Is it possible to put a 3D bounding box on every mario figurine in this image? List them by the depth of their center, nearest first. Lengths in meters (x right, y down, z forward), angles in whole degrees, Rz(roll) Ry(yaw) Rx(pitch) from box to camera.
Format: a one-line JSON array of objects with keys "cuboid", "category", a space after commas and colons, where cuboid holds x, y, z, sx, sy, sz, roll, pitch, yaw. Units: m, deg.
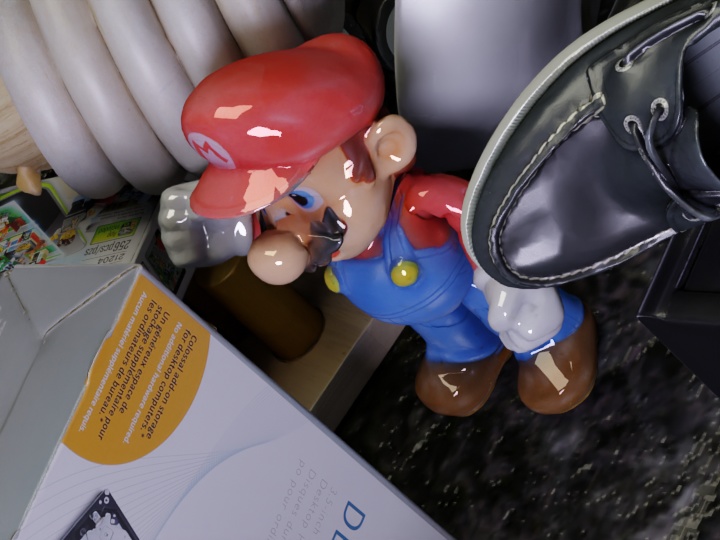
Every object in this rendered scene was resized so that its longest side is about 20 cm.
[{"cuboid": [0.000, 0.000, 1.129, 0.123, 0.200, 0.106, -35, 38, 17], "category": "mario figurine"}]

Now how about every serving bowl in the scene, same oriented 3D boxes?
[{"cuboid": [0.064, -0.137, 1.223, 0.065, 0.201, 0.201, 7, 57, 11], "category": "serving bowl"}]

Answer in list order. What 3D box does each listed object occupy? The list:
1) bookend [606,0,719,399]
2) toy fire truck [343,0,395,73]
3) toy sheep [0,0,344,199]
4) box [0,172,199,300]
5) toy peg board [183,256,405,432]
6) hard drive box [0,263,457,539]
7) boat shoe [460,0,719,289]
[{"cuboid": [0.147, -0.037, 1.106, 0.199, 0.092, 0.200, 4, 61, 48], "category": "bookend"}, {"cuboid": [-0.048, -0.167, 1.289, 0.175, 0.201, 0.129, -20, 25, -22], "category": "toy fire truck"}, {"cuboid": [-0.074, -0.096, 1.183, 0.199, 0.138, 0.138, -29, 40, 9], "category": "toy sheep"}, {"cuboid": [-0.161, 0.015, 1.252, 0.199, 0.035, 0.110, -11, 40, 30], "category": "box"}, {"cuboid": [-0.091, 0.012, 1.296, 0.200, 0.098, 0.200, 22, 75, 51], "category": "toy peg board"}, {"cuboid": [-0.072, 0.115, 1.099, 0.076, 0.200, 0.157, -1, 58, 44], "category": "hard drive box"}, {"cuboid": [0.119, -0.053, 1.009, 0.199, 0.075, 0.066, -33, 26, 9], "category": "boat shoe"}]
